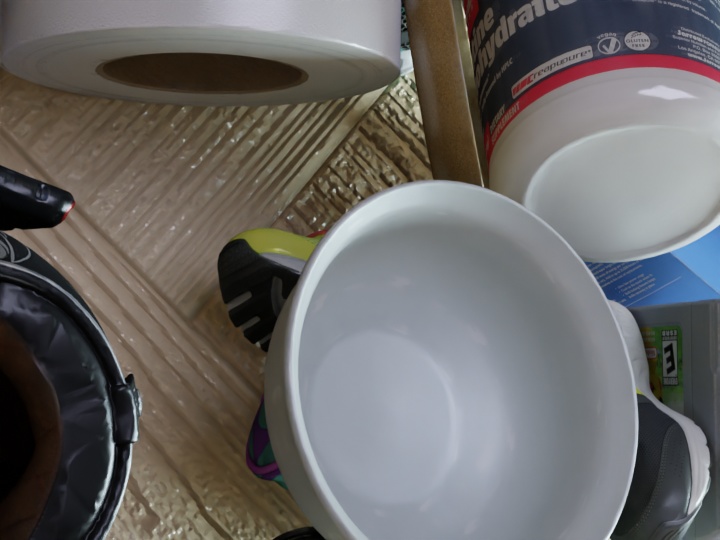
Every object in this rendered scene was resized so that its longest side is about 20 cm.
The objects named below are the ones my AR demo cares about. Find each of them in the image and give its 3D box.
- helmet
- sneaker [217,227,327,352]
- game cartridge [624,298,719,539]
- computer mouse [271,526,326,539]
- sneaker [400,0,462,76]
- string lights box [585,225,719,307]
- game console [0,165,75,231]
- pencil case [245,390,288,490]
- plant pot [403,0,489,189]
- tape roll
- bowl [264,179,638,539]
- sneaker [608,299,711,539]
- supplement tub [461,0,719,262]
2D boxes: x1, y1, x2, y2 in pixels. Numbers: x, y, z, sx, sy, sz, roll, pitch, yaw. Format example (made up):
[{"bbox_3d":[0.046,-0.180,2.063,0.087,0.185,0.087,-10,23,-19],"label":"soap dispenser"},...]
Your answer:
[{"bbox_3d":[-0.199,0.062,0.843,0.199,0.190,0.201,-1,92,-33],"label":"helmet"},{"bbox_3d":[0.000,0.000,1.156,0.200,0.078,0.091,17,59,-43],"label":"sneaker"},{"bbox_3d":[0.170,0.084,1.150,0.040,0.200,0.134,-3,87,-15],"label":"game cartridge"},{"bbox_3d":[-0.001,0.182,1.060,0.200,0.109,0.044,36,47,-30],"label":"computer mouse"},{"bbox_3d":[-0.024,-0.191,1.214,0.200,0.091,0.078,26,54,-24],"label":"sneaker"},{"bbox_3d":[0.175,0.001,1.263,0.200,0.103,0.059,39,53,-16],"label":"string lights box"},{"bbox_3d":[-0.241,-0.062,0.939,0.200,0.177,0.031,22,79,-27],"label":"game console"},{"bbox_3d":[0.038,0.110,1.117,0.200,0.092,0.085,30,92,-20],"label":"pencil case"},{"bbox_3d":[0.048,-0.090,1.131,0.027,0.200,0.201,-9,69,6],"label":"plant pot"},{"bbox_3d":[-0.078,-0.166,1.070,0.202,0.202,0.140,4,83,-35],"label":"tape roll"},{"bbox_3d":[0.028,0.065,1.014,0.201,0.090,0.202,10,71,-32],"label":"bowl"},{"bbox_3d":[0.113,0.076,1.102,0.084,0.075,0.200,21,24,-24],"label":"sneaker"},{"bbox_3d":[0.128,-0.118,1.142,0.140,0.140,0.201,18,47,-29],"label":"supplement tub"}]
